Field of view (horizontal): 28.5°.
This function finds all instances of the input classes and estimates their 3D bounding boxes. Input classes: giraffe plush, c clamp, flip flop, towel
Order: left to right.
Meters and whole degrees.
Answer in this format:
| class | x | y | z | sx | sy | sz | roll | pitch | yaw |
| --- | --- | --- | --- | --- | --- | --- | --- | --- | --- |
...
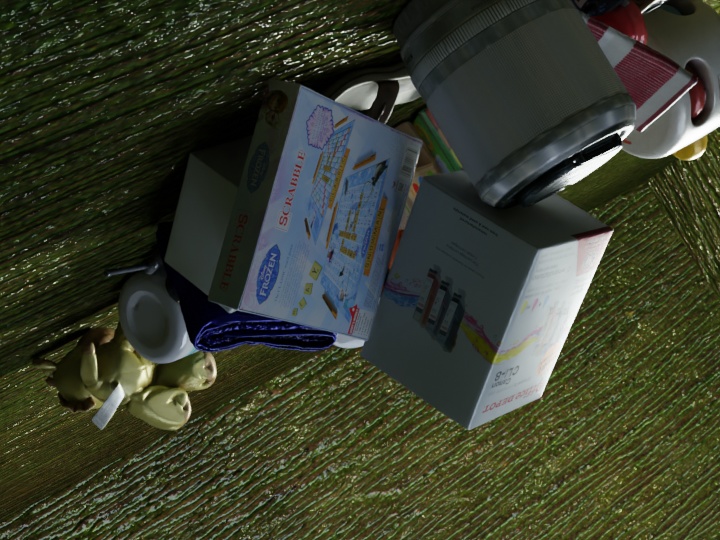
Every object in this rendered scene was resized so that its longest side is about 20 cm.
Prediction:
| class | x | y | z | sx | sy | sz | roll | pitch | yaw |
| --- | --- | --- | --- | --- | --- | --- | --- | --- | --- |
| giraffe plush | -0.303 | 0.124 | 1.741 | 0.162 | 0.173 | 0.200 | -7 | -157 | 47 |
| c clamp | -0.160 | -0.050 | 1.547 | 0.200 | 0.027 | 0.171 | -35 | 172 | 27 |
| towel | -0.117 | 0.006 | 1.420 | 0.147 | 0.200 | 0.050 | 1 | 122 | -23 |
| flip flop | 0.007 | -0.156 | 1.381 | 0.199 | 0.058 | 0.081 | -22 | 169 | -43 |
| towel | 0.221 | -0.214 | 1.409 | 0.023 | 0.199 | 0.144 | -63 | -176 | -17 |

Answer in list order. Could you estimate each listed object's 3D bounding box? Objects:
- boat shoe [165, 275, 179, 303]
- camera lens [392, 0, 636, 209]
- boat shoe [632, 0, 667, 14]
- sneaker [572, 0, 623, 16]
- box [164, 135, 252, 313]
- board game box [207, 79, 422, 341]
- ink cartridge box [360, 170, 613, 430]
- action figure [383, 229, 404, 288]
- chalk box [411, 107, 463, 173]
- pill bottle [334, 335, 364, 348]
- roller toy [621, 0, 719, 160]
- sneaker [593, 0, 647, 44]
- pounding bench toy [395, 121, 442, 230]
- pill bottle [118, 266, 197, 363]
| class | x | y | z | sx | sy | sz | roll | pitch | yaw |
| --- | --- | --- | --- | --- | --- | --- | --- | --- | --- |
| boat shoe | -0.119 | 0.004 | 1.587 | 0.200 | 0.074 | 0.063 | -4 | 171 | -25 |
| camera lens | 0.139 | -0.169 | 1.271 | 0.159 | 0.201 | 0.160 | -29 | 173 | -4 |
| boat shoe | 0.333 | -0.331 | 1.506 | 0.199 | 0.073 | 0.065 | -29 | -176 | 18 |
| sneaker | 0.227 | -0.280 | 1.376 | 0.199 | 0.073 | 0.112 | -26 | 170 | -41 |
| box | -0.076 | -0.059 | 1.374 | 0.199 | 0.097 | 0.125 | -22 | 139 | -48 |
| board game box | -0.036 | -0.049 | 1.286 | 0.041 | 0.201 | 0.199 | 15 | 178 | 36 |
| ink cartridge box | 0.119 | 0.023 | 1.367 | 0.145 | 0.144 | 0.201 | -14 | 131 | -51 |
| action figure | 0.000 | 0.000 | 1.517 | 0.200 | 0.193 | 0.105 | -53 | 162 | -2 |
| chalk box | 0.136 | -0.147 | 1.701 | 0.123 | 0.125 | 0.200 | -29 | 172 | -16 |
| pill bottle | -0.038 | 0.011 | 1.741 | 0.113 | 0.114 | 0.200 | -30 | -151 | -6 |
| roller toy | 0.379 | -0.243 | 1.766 | 0.139 | 0.201 | 0.183 | -28 | 166 | -24 |
| sneaker | 0.205 | -0.228 | 1.498 | 0.115 | 0.079 | 0.200 | -24 | -175 | -26 |
| pounding bench toy | 0.041 | -0.051 | 1.629 | 0.124 | 0.201 | 0.156 | -34 | 176 | 24 |
| pill bottle | -0.182 | 0.032 | 1.679 | 0.111 | 0.111 | 0.200 | -36 | 170 | 38 |
